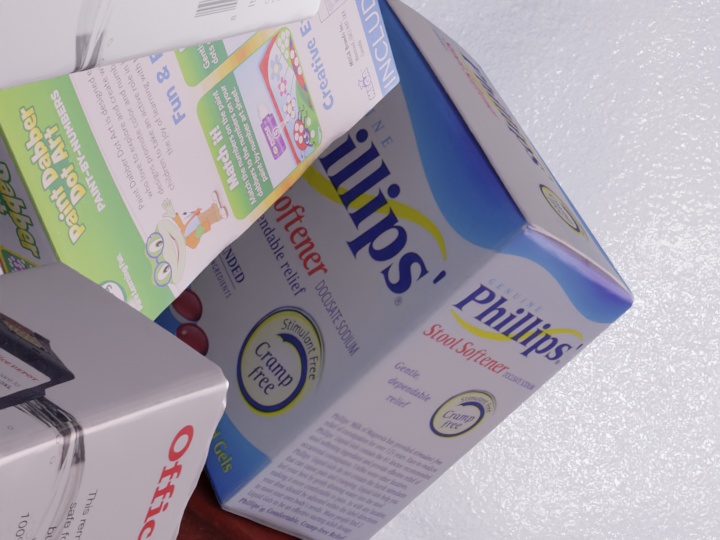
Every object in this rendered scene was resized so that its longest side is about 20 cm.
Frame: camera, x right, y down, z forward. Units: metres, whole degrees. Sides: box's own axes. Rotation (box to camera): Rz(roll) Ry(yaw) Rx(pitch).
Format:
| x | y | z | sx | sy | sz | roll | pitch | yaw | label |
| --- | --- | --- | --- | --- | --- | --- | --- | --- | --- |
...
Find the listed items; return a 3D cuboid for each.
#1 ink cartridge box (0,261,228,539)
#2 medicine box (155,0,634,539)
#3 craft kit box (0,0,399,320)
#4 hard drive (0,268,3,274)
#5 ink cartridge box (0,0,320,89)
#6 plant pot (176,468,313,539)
| x | y | z | sx | sy | sz | roll | pitch | yaw | label |
| --- | --- | --- | --- | --- | --- | --- | --- | --- | --- |
| -0.147 | 0.091 | 0.561 | 0.200 | 0.084 | 0.145 | -16 | 133 | -57 | ink cartridge box |
| 0.000 | 0.000 | 0.895 | 0.200 | 0.103 | 0.183 | -44 | -131 | 18 | medicine box |
| -0.077 | -0.101 | 0.684 | 0.198 | 0.048 | 0.201 | -48 | 136 | -36 | craft kit box |
| -0.144 | -0.080 | 0.698 | 0.132 | 0.027 | 0.201 | -5 | 118 | -56 | hard drive |
| -0.080 | -0.138 | 0.515 | 0.200 | 0.084 | 0.145 | -24 | 139 | -54 | ink cartridge box |
| -0.122 | 0.158 | 0.922 | 0.201 | 0.176 | 0.200 | -66 | 172 | 9 | plant pot |
